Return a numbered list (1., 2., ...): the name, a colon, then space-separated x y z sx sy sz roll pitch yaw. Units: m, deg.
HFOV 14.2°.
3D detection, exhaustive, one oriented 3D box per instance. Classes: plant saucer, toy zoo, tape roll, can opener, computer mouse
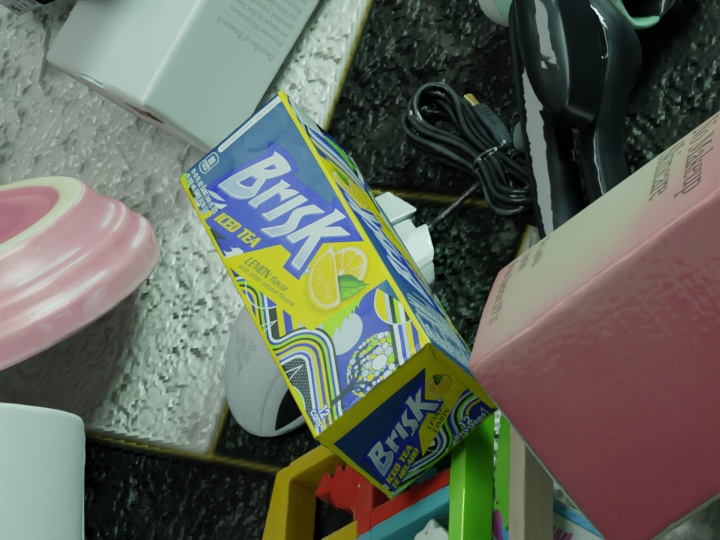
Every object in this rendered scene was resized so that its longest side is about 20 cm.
1. plant saucer: -0.202 0.005 1.472 0.199 0.051 0.201 -19 18 6
2. toy zoo: 0.010 0.122 1.308 0.200 0.020 0.132 -32 39 36
3. tape roll: -0.234 0.106 1.416 0.201 0.202 0.071 -7 79 36
4. can opener: 0.099 -0.040 1.311 0.063 0.078 0.202 -14 82 42
5. computer mouse: 0.000 0.000 1.397 0.200 0.044 0.110 -45 48 11

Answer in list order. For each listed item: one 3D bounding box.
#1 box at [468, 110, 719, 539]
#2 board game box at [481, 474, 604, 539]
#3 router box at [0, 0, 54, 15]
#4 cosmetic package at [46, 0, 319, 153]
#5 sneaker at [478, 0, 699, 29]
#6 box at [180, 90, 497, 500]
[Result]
1. box: 0.157 0.005 1.189 0.200 0.109 0.128 -37 9 18
2. board game box: 0.101 0.184 1.226 0.200 0.034 0.135 28 86 44
3. router box: -0.145 -0.219 1.553 0.150 0.051 0.200 -60 16 -9
4. cosmetic package: -0.069 -0.169 1.520 0.101 0.074 0.201 29 88 48
5. sneaker: 0.132 -0.207 1.371 0.118 0.073 0.202 14 90 48
6. box: -0.012 0.008 1.324 0.070 0.064 0.200 -40 42 9
